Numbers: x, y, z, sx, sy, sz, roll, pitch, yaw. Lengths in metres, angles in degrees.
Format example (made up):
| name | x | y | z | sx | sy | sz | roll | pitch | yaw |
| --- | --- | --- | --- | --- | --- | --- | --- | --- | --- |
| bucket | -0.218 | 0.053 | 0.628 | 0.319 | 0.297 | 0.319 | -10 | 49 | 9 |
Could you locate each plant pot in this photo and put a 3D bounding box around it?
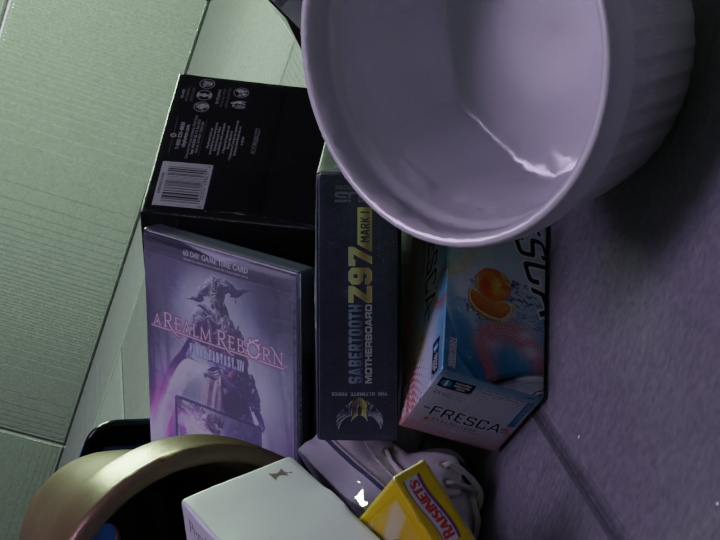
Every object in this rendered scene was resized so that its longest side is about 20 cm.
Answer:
| name | x | y | z | sx | sy | sz | roll | pitch | yaw |
| --- | --- | --- | --- | --- | --- | --- | --- | --- | --- |
| plant pot | -0.127 | 0.182 | 1.038 | 0.174 | 0.200 | 0.201 | 18 | 91 | 59 |

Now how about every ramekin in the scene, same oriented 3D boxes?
| name | x | y | z | sx | sy | sz | roll | pitch | yaw |
| --- | --- | --- | --- | --- | --- | --- | --- | --- | --- |
| ramekin | 0.075 | -0.119 | 0.866 | 0.200 | 0.105 | 0.201 | 14 | 110 | 41 |

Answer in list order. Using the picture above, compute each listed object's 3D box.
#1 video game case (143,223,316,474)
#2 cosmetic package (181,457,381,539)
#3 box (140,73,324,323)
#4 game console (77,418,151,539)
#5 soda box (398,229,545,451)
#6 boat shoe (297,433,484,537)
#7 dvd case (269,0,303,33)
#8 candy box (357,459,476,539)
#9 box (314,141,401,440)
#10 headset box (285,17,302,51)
| name | x | y | z | sx | sy | sz | roll | pitch | yaw |
| --- | --- | --- | --- | --- | --- | --- | --- | --- | --- |
| video game case | -0.084 | 0.080 | 1.088 | 0.143 | 0.019 | 0.201 | 16 | 114 | 40 |
| cosmetic package | -0.033 | 0.215 | 0.915 | 0.101 | 0.071 | 0.201 | 34 | 136 | 51 |
| box | -0.082 | -0.014 | 1.220 | 0.200 | 0.124 | 0.149 | 93 | -176 | -46 |
| game console | -0.122 | 0.207 | 1.219 | 0.118 | 0.170 | 0.200 | -34 | -26 | -55 |
| soda box | 0.068 | 0.001 | 1.001 | 0.068 | 0.063 | 0.200 | 123 | 158 | -50 |
| boat shoe | 0.035 | 0.130 | 0.969 | 0.070 | 0.071 | 0.200 | -38 | 27 | -10 |
| dvd case | 0.044 | -0.165 | 0.976 | 0.150 | 0.200 | 0.025 | -43 | 57 | 5 |
| candy box | 0.023 | 0.180 | 0.897 | 0.102 | 0.026 | 0.200 | 58 | 153 | 16 |
| box | 0.000 | 0.000 | 1.040 | 0.200 | 0.051 | 0.158 | -83 | -8 | -76 |
| headset box | 0.044 | -0.232 | 1.161 | 0.149 | 0.199 | 0.077 | -94 | -18 | -53 |
